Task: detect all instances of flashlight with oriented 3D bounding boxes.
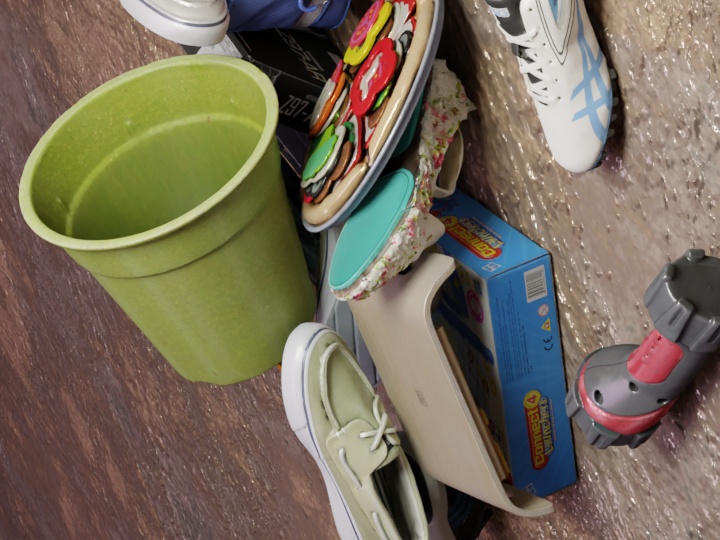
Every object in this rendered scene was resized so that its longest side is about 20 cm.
[{"bbox_3d":[0.184,0.049,1.431,0.068,0.067,0.200,57,159,18],"label":"flashlight"}]

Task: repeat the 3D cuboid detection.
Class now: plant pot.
[{"bbox_3d":[-0.120,-0.023,1.668,0.200,0.199,0.190,45,166,48],"label":"plant pot"}]

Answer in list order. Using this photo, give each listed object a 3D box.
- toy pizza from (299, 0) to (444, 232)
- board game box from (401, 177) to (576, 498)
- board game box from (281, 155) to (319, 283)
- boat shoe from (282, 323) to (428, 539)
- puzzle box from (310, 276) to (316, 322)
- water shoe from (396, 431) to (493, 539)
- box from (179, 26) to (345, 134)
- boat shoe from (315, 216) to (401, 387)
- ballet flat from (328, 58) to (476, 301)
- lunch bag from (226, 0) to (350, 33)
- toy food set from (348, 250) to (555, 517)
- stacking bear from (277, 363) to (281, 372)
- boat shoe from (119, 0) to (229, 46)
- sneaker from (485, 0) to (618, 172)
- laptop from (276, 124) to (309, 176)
[{"bbox_3d":[-0.001,-0.122,1.620,0.201,0.032,0.201,-56,19,30],"label":"toy pizza"},{"bbox_3d":[0.081,0.045,1.716,0.196,0.056,0.201,39,144,54],"label":"board game box"},{"bbox_3d":[-0.053,-0.047,1.833,0.200,0.028,0.135,52,-173,-5],"label":"board game box"},{"bbox_3d":[0.002,0.127,1.685,0.062,0.072,0.201,3,124,40],"label":"boat shoe"},{"bbox_3d":[-0.047,0.003,1.845,0.200,0.025,0.133,51,-172,-5],"label":"puzzle box"},{"bbox_3d":[0.059,0.166,1.808,0.071,0.079,0.200,31,158,24],"label":"water shoe"},{"bbox_3d":[-0.088,-0.189,1.797,0.044,0.160,0.200,-50,51,19],"label":"box"},{"bbox_3d":[0.000,0.000,1.724,0.062,0.071,0.201,-106,16,-52],"label":"boat shoe"},{"bbox_3d":[0.037,-0.058,1.590,0.064,0.201,0.075,33,153,-29],"label":"ballet flat"},{"bbox_3d":[-0.072,-0.268,1.703,0.200,0.132,0.136,53,136,35],"label":"lunch bag"},{"bbox_3d":[0.068,0.077,1.631,0.201,0.060,0.143,66,162,-16],"label":"toy food set"},{"bbox_3d":[-0.076,0.023,2.036,0.200,0.113,0.122,47,133,25],"label":"stacking bear"},{"bbox_3d":[-0.146,-0.241,1.644,0.200,0.070,0.070,59,143,40],"label":"boat shoe"},{"bbox_3d":[0.111,-0.151,1.418,0.072,0.072,0.201,31,139,57],"label":"sneaker"},{"bbox_3d":[-0.089,-0.135,1.900,0.178,0.103,0.201,52,155,31],"label":"laptop"}]
